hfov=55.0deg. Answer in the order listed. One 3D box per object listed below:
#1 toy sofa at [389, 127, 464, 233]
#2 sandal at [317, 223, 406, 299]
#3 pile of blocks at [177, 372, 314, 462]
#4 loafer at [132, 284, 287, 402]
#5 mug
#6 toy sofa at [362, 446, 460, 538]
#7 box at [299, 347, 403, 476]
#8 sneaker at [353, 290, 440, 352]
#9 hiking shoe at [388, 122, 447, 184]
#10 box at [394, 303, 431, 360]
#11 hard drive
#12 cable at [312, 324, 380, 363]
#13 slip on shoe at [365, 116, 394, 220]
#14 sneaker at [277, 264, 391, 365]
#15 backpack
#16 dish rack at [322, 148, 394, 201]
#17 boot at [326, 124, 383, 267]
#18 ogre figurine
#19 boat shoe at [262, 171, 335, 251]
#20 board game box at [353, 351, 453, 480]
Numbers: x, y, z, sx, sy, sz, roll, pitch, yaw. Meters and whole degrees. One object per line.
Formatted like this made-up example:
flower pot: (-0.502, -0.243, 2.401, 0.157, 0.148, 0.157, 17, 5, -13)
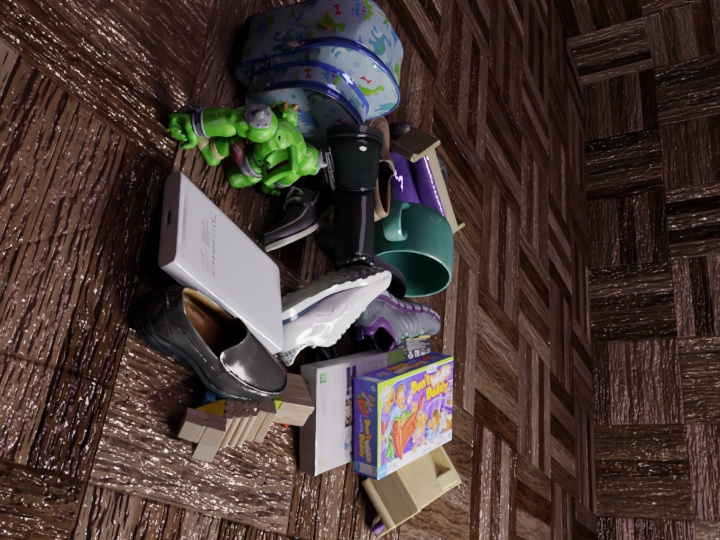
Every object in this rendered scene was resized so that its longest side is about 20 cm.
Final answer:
toy sofa: (0.108, -0.142, 1.241, 0.097, 0.083, 0.202, -34, 129, -12)
sandal: (-0.001, 0.000, 1.082, 0.200, 0.075, 0.043, 38, 48, -39)
pile of blocks: (-0.141, 0.168, 0.804, 0.199, 0.082, 0.063, -2, 128, -53)
loafer: (-0.145, 0.083, 0.742, 0.199, 0.072, 0.074, 37, 46, -36)
mug: (0.085, -0.049, 1.139, 0.149, 0.185, 0.116, 14, 60, -12)
toy sofa: (0.077, 0.354, 1.135, 0.084, 0.097, 0.199, 59, 23, 17)
box: (-0.008, 0.195, 0.993, 0.198, 0.036, 0.147, -3, 96, -49)
sneaker: (0.052, 0.091, 1.056, 0.198, 0.074, 0.089, 22, 57, -42)
hiking shoe: (0.099, -0.191, 1.324, 0.199, 0.075, 0.102, 38, 63, -44)
box: (0.067, 0.139, 1.193, 0.199, 0.048, 0.164, 4, 81, -61)
hard drive: (-0.155, -0.005, 0.800, 0.200, 0.026, 0.133, 50, 24, -46)
cable: (-0.018, 0.122, 1.036, 0.162, 0.050, 0.204, 10, 76, -61)
slip on shoe: (0.027, -0.160, 1.070, 0.076, 0.060, 0.203, 50, 44, -42)
sneaker: (-0.038, 0.053, 0.943, 0.198, 0.076, 0.082, -24, 106, -27)
backpack: (-0.046, -0.256, 0.919, 0.183, 0.197, 0.150, 36, 52, -54)
dish rack: (-0.011, -0.158, 1.117, 0.199, 0.054, 0.156, -31, 109, -58)
boot: (-0.009, -0.090, 0.905, 0.198, 0.072, 0.166, 62, 31, -85)
ogre figurine: (-0.122, -0.145, 0.835, 0.201, 0.118, 0.099, 53, 40, -43)
boat shoe: (-0.088, -0.084, 0.944, 0.064, 0.072, 0.200, 65, 27, -14)
board game box: (0.067, 0.208, 1.025, 0.198, 0.044, 0.137, -9, 101, -51)
